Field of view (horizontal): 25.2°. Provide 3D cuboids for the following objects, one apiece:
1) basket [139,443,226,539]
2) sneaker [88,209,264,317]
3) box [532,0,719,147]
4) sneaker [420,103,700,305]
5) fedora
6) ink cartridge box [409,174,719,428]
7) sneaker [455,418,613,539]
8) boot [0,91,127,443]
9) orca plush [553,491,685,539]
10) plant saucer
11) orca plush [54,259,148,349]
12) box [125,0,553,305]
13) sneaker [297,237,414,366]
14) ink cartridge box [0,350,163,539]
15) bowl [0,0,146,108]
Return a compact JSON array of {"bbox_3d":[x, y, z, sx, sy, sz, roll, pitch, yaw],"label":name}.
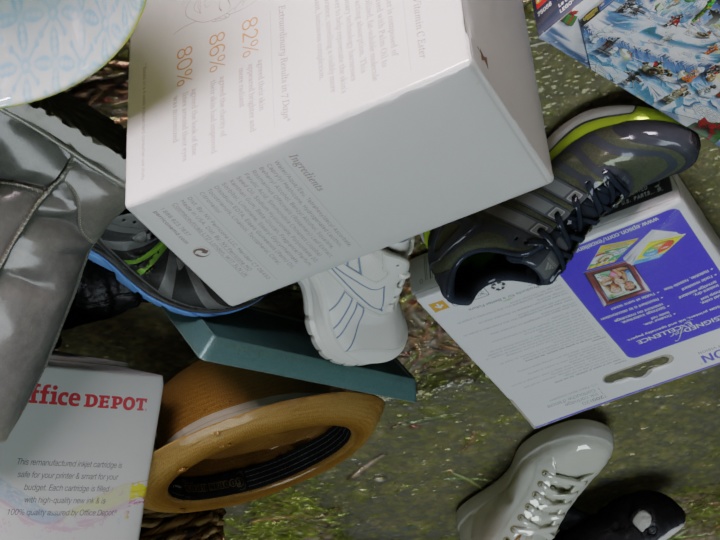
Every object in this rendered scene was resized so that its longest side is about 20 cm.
[{"bbox_3d":[-0.192,0.248,1.306,0.142,0.150,0.200,19,137,-29],"label":"basket"},{"bbox_3d":[-0.125,-0.032,1.002,0.199,0.071,0.082,29,138,-33],"label":"sneaker"},{"bbox_3d":[0.214,-0.143,0.919,0.199,0.040,0.137,24,136,-34],"label":"box"},{"bbox_3d":[0.126,-0.036,1.017,0.199,0.082,0.074,-26,140,27],"label":"sneaker"},{"bbox_3d":[-0.084,0.107,1.165,0.198,0.083,0.201,-18,158,-7],"label":"fedora"},{"bbox_3d":[0.165,0.023,1.134,0.196,0.044,0.200,-21,139,21],"label":"ink cartridge box"},{"bbox_3d":[0.150,0.201,1.339,0.072,0.085,0.200,14,138,-22],"label":"sneaker"},{"bbox_3d":[-0.230,-0.020,0.918,0.181,0.073,0.201,34,107,-13],"label":"boot"},{"bbox_3d":[0.183,0.233,1.414,0.199,0.072,0.105,-32,180,38],"label":"orca plush"},{"bbox_3d":[-0.044,0.052,1.107,0.199,0.070,0.019,16,111,-42],"label":"plant saucer"},{"bbox_3d":[-0.199,0.032,1.078,0.197,0.072,0.106,5,143,-13],"label":"orca plush"},{"bbox_3d":[-0.015,-0.098,0.858,0.198,0.154,0.106,-20,141,20],"label":"box"},{"bbox_3d":[0.000,0.000,1.049,0.086,0.075,0.201,-6,146,18],"label":"sneaker"},{"bbox_3d":[-0.241,0.150,1.072,0.144,0.203,0.145,9,179,42],"label":"ink cartridge box"},{"bbox_3d":[-0.195,-0.181,0.760,0.197,0.109,0.201,-3,144,-2],"label":"bowl"}]
